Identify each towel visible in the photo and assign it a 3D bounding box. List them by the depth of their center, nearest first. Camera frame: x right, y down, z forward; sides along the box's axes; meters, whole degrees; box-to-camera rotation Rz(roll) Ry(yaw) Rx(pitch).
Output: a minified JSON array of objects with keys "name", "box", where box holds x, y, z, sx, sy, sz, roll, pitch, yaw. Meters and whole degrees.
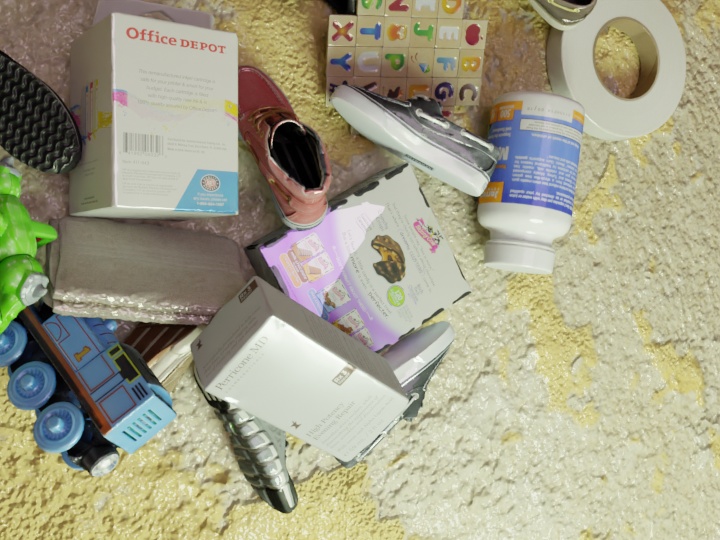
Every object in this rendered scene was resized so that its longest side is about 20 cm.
[{"name":"towel","box":[-0.208,0.003,0.861,0.199,0.133,0.035,8,125,-23]}]

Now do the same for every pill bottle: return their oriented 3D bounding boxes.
[{"name":"pill bottle","box":[0.198,-0.100,1.034,0.112,0.112,0.201,10,86,-22]}]

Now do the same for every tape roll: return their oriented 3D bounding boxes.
[{"name":"tape roll","box":[0.333,-0.271,1.131,0.202,0.037,0.204,0,91,-22]}]

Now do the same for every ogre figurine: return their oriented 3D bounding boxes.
[{"name":"ogre figurine","box":[-0.349,-0.022,0.791,0.120,0.201,0.098,-24,143,10]}]

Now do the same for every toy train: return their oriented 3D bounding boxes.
[{"name":"toy train","box":[-0.265,0.095,0.814,0.114,0.087,0.200,-38,65,-12]}]

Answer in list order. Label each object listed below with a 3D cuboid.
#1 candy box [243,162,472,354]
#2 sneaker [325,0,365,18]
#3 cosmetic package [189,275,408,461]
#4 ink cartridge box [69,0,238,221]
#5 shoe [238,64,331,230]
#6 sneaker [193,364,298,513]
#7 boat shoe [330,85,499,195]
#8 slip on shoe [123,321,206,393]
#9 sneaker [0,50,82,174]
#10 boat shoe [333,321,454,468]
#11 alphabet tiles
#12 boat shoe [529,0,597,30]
[{"name":"candy box","box":[0.000,0.000,0.974,0.200,0.071,0.168,-31,101,-19]},{"name":"sneaker","box":[-0.066,-0.345,0.945,0.200,0.077,0.084,31,75,-18]},{"name":"cosmetic package","box":[-0.056,0.101,0.856,0.102,0.074,0.200,-47,128,12]},{"name":"ink cartridge box","box":[-0.202,-0.153,0.851,0.128,0.125,0.201,1,88,-36]},{"name":"shoe","box":[-0.084,-0.144,0.896,0.071,0.091,0.201,-21,74,-17]},{"name":"sneaker","box":[-0.087,0.155,0.939,0.115,0.075,0.201,-35,111,-32]},{"name":"boat shoe","box":[0.064,-0.160,0.969,0.199,0.072,0.068,29,83,-7]},{"name":"slip on shoe","box":[-0.207,0.098,0.895,0.200,0.076,0.061,-48,137,-20]},{"name":"sneaker","box":[-0.339,-0.172,0.823,0.200,0.090,0.070,41,93,-12]},{"name":"boat shoe","box":[0.041,0.141,0.990,0.200,0.072,0.068,-43,107,-17]},{"name":"alphabet tiles","box":[0.054,-0.239,1.001,0.199,0.006,0.167,-5,111,-22]},{"name":"boat shoe","box":[0.198,-0.371,1.047,0.200,0.060,0.072,40,80,-4]}]
